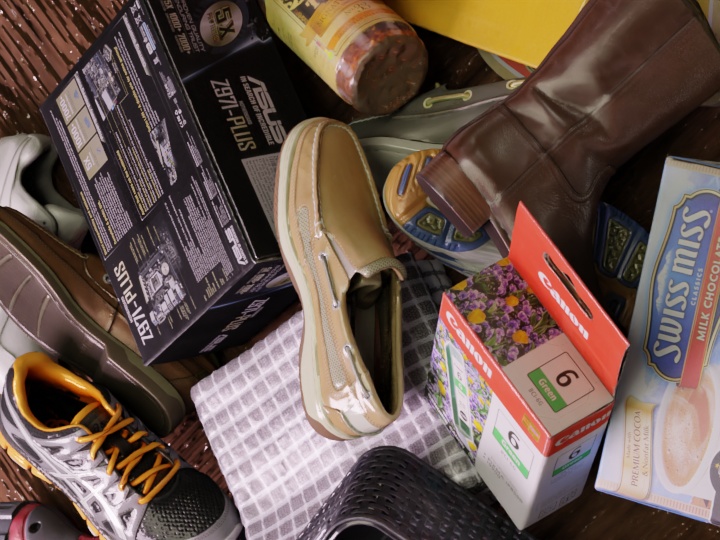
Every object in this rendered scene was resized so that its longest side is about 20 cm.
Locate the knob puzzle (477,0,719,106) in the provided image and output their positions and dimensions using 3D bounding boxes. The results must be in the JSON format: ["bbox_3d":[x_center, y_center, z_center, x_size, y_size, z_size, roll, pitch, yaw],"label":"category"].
[{"bbox_3d":[0.135,-0.194,1.496,0.219,0.030,0.220,-1,88,29],"label":"knob puzzle"}]

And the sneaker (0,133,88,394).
[{"bbox_3d":[-0.232,-0.005,1.665,0.099,0.078,0.201,-16,83,22],"label":"sneaker"}]

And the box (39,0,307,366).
[{"bbox_3d":[-0.109,-0.064,1.559,0.164,0.086,0.200,-41,67,48],"label":"box"}]

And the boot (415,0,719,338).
[{"bbox_3d":[0.161,-0.061,1.406,0.200,0.064,0.186,-44,99,-6],"label":"boot"}]

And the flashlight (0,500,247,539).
[{"bbox_3d":[-0.167,0.190,1.629,0.199,0.068,0.068,-4,51,26],"label":"flashlight"}]

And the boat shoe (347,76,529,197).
[{"bbox_3d":[0.065,-0.086,1.511,0.201,0.072,0.060,-3,61,38],"label":"boat shoe"}]

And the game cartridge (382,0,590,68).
[{"bbox_3d":[0.105,-0.233,1.481,0.176,0.032,0.201,26,101,45],"label":"game cartridge"}]

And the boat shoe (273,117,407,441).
[{"bbox_3d":[0.000,0.000,1.446,0.076,0.072,0.201,-19,78,54],"label":"boat shoe"}]

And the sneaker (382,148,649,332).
[{"bbox_3d":[0.108,-0.016,1.479,0.200,0.088,0.075,29,83,0],"label":"sneaker"}]

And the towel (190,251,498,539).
[{"bbox_3d":[-0.006,0.105,1.531,0.200,0.086,0.166,-34,72,24],"label":"towel"}]

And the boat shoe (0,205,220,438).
[{"bbox_3d":[-0.182,0.025,1.619,0.200,0.068,0.072,46,146,0],"label":"boat shoe"}]

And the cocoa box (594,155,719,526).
[{"bbox_3d":[0.235,0.045,1.373,0.131,0.133,0.201,14,95,28],"label":"cocoa box"}]

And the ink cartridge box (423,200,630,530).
[{"bbox_3d":[0.091,0.058,1.361,0.050,0.200,0.109,-29,67,-18],"label":"ink cartridge box"}]

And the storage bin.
[{"bbox_3d":[0.049,0.219,1.439,0.200,0.094,0.135,34,116,-5],"label":"storage bin"}]

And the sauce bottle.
[{"bbox_3d":[-0.033,-0.173,1.546,0.200,0.066,0.066,44,109,40],"label":"sauce bottle"}]

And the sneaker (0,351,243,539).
[{"bbox_3d":[-0.165,0.125,1.576,0.200,0.078,0.077,29,145,19],"label":"sneaker"}]
